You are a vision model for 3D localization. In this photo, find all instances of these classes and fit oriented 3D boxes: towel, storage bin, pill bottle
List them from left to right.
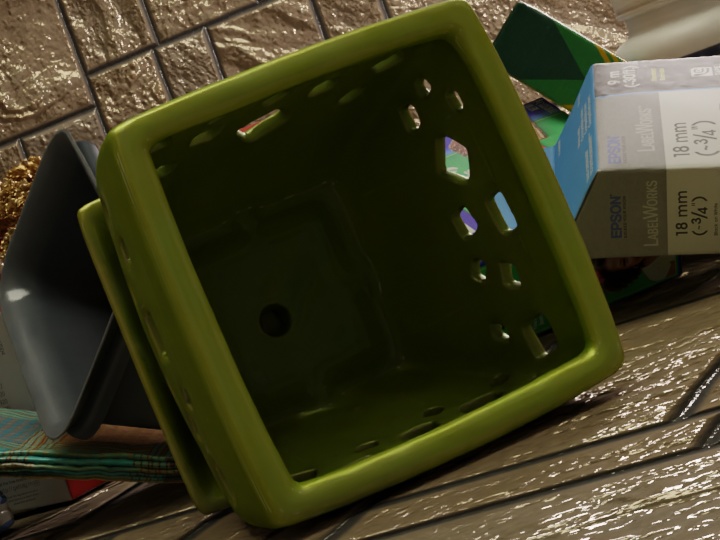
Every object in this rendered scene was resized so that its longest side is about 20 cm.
[{"bbox_3d":[-0.170,0.101,1.181,0.199,0.022,0.147,2,7,5],"label":"towel"},{"bbox_3d":[-0.123,0.027,1.178,0.134,0.146,0.200,15,21,-27],"label":"storage bin"},{"bbox_3d":[0.255,-0.135,1.468,0.119,0.201,0.120,-20,3,1],"label":"pill bottle"}]

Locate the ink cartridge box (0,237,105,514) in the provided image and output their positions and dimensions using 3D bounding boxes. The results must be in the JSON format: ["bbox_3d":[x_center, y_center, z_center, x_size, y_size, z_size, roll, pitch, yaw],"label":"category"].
[{"bbox_3d":[-0.198,0.053,1.363,0.084,0.176,0.200,-17,5,31],"label":"ink cartridge box"}]

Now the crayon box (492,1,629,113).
[{"bbox_3d":[0.195,-0.107,1.359,0.051,0.200,0.127,-59,-24,9],"label":"crayon box"}]

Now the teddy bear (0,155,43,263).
[{"bbox_3d":[-0.191,-0.040,1.354,0.144,0.067,0.200,-7,24,-32],"label":"teddy bear"}]

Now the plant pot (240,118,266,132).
[{"bbox_3d":[-0.080,-0.017,1.773,0.176,0.200,0.200,-36,12,-35],"label":"plant pot"}]

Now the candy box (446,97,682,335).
[{"bbox_3d":[0.079,-0.024,1.288,0.199,0.077,0.169,-23,32,-17],"label":"candy box"}]

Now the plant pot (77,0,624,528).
[{"bbox_3d":[-0.021,0.008,0.981,0.199,0.200,0.181,-22,-3,-23],"label":"plant pot"}]

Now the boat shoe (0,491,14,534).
[{"bbox_3d":[-0.292,0.147,1.297,0.072,0.073,0.200,-23,4,-42],"label":"boat shoe"}]

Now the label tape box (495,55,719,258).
[{"bbox_3d":[0.176,-0.069,1.201,0.199,0.064,0.144,-3,32,7],"label":"label tape box"}]
